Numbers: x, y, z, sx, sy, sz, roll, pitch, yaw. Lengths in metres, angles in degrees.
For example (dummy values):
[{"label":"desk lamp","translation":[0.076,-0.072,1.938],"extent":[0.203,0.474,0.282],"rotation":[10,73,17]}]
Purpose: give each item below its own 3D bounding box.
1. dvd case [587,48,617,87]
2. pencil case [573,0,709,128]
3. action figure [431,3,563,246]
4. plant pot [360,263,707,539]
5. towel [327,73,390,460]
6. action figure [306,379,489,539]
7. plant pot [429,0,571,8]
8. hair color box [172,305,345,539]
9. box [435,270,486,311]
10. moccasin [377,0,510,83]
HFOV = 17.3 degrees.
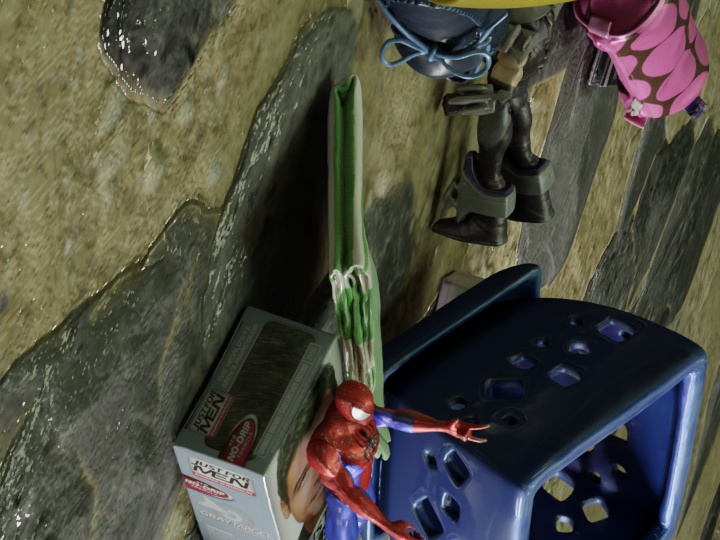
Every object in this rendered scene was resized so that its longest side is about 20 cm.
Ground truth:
[{"label":"dvd case","translation":[0.248,-0.235,2.073],"extent":[0.200,0.016,0.149],"rotation":[-17,125,-71]},{"label":"pencil case","translation":[0.227,-0.189,1.912],"extent":[0.094,0.091,0.200],"rotation":[-51,153,-2]},{"label":"action figure","translation":[0.099,-0.117,1.633],"extent":[0.130,0.069,0.201],"rotation":[-40,141,-49]},{"label":"plant pot","translation":[0.106,0.124,1.649],"extent":[0.200,0.180,0.200],"rotation":[-32,142,-33]},{"label":"towel","translation":[0.000,0.000,1.402],"extent":[0.200,0.023,0.153],"rotation":[81,5,-53]},{"label":"action figure","translation":[0.018,0.140,1.377],"extent":[0.200,0.099,0.065],"rotation":[87,26,-46]},{"label":"plant pot","translation":[0.080,-0.221,1.283],"extent":[0.142,0.200,0.200],"rotation":[-35,148,-21]},{"label":"hair color box","translation":[-0.050,0.119,1.403],"extent":[0.200,0.060,0.099],"rotation":[80,32,-57]},{"label":"box","translation":[0.062,0.101,1.787],"extent":[0.039,0.041,0.201],"rotation":[-30,136,-66]},{"label":"moccasin","translation":[0.057,-0.146,1.431],"extent":[0.200,0.080,0.068],"rotation":[9,97,-73]}]
